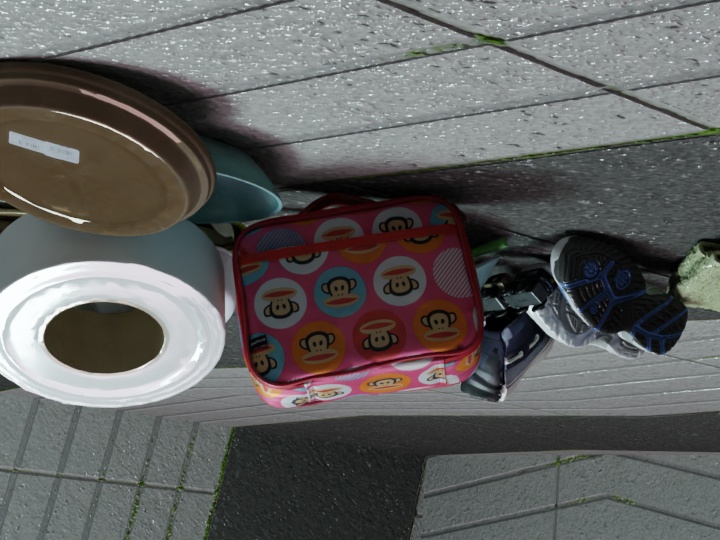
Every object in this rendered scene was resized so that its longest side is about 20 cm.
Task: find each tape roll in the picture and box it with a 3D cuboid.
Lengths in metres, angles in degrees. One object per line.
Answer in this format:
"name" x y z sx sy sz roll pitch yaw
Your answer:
"tape roll" -0.213 0.031 1.232 0.202 0.071 0.203 -4 141 -3

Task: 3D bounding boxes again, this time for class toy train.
"toy train" 0.129 0.022 1.434 0.034 0.046 0.200 48 158 -13

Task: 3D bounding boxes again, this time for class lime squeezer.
"lime squeezer" 0.085 0.000 1.453 0.071 0.038 0.200 6 168 -9

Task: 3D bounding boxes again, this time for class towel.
"towel" 0.369 0.011 1.392 0.148 0.037 0.200 5 169 1

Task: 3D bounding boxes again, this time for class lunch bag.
"lunch bag" -0.003 0.015 1.223 0.200 0.176 0.082 -9 156 -1

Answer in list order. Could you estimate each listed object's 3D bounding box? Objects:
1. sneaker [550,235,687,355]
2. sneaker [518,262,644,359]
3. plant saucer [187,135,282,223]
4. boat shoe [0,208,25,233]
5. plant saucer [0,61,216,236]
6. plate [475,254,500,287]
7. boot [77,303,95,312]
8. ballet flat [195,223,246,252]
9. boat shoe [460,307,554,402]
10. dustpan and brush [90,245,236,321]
"sneaker" 0.229 0.021 1.400 0.077 0.076 0.200 31 177 45
"sneaker" 0.210 0.040 1.513 0.099 0.078 0.200 16 173 47
"plant saucer" -0.159 -0.077 1.167 0.200 0.036 0.200 5 169 1
"boat shoe" -0.315 -0.022 1.413 0.200 0.073 0.063 5 172 0
"plant saucer" -0.202 -0.078 1.050 0.200 0.029 0.200 11 153 5
"plate" 0.048 0.044 1.381 0.200 0.026 0.200 -29 176 -2
"boot" -0.222 0.033 1.473 0.131 0.200 0.068 3 125 11
"ballet flat" -0.175 -0.040 1.322 0.067 0.067 0.200 -28 155 30
"boat shoe" 0.165 0.053 1.554 0.075 0.093 0.200 17 -149 14
"dustpan and brush" -0.133 0.009 1.329 0.200 0.057 0.140 -12 147 5
